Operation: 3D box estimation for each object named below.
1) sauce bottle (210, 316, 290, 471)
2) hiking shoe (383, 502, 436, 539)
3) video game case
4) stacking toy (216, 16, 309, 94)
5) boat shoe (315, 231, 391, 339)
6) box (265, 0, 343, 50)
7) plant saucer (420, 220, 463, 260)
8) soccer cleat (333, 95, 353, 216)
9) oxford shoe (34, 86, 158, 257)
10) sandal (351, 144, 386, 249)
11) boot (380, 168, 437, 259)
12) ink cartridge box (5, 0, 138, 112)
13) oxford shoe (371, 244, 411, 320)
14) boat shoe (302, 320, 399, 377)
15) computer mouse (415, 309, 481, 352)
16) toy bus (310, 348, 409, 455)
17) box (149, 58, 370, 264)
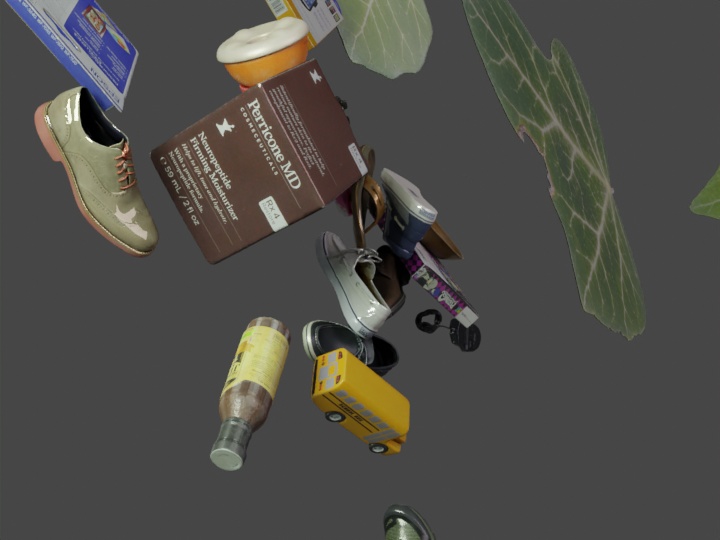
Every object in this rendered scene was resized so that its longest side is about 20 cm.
[{"bbox_3d":[-0.134,0.146,1.060,0.065,0.064,0.202,50,33,-28],"label":"sauce bottle"},{"bbox_3d":[0.062,0.420,1.192,0.100,0.075,0.205,16,58,-58],"label":"hiking shoe"},{"bbox_3d":[0.109,-0.013,1.518,0.181,0.036,0.201,41,12,-41],"label":"video game case"},{"bbox_3d":[-0.122,-0.264,1.327,0.147,0.143,0.204,-60,139,-55],"label":"stacking toy"},{"bbox_3d":[-0.003,-0.001,1.304,0.074,0.086,0.204,30,26,-41],"label":"boat shoe"},{"bbox_3d":[-0.095,-0.472,1.569,0.120,0.041,0.201,57,28,-18],"label":"box"},{"bbox_3d":[0.110,-0.086,1.593,0.200,0.035,0.200,47,9,-10],"label":"plant saucer"},{"bbox_3d":[-0.053,-0.185,1.427,0.070,0.084,0.204,-69,153,-64],"label":"soccer cleat"},{"bbox_3d":[-0.280,-0.107,0.976,0.202,0.074,0.071,57,31,-18],"label":"oxford shoe"},{"bbox_3d":[0.016,-0.117,1.410,0.081,0.053,0.204,80,14,-56],"label":"sandal"},{"bbox_3d":[0.058,-0.097,1.440,0.072,0.091,0.201,25,16,-21],"label":"boot"},{"bbox_3d":[-0.333,-0.277,0.974,0.199,0.046,0.201,52,15,-29],"label":"ink cartridge box"},{"bbox_3d":[0.029,0.021,1.419,0.085,0.072,0.201,54,20,-18],"label":"oxford shoe"},{"bbox_3d":[-0.012,0.113,1.290,0.199,0.061,0.076,26,51,-49],"label":"boat shoe"},{"bbox_3d":[0.158,0.111,1.616,0.198,0.034,0.060,22,68,-46],"label":"computer mouse"},{"bbox_3d":[0.007,0.191,1.252,0.200,0.077,0.066,42,38,-38],"label":"toy bus"},{"bbox_3d":[-0.126,-0.140,1.130,0.168,0.197,0.164,61,31,-9],"label":"box"}]
